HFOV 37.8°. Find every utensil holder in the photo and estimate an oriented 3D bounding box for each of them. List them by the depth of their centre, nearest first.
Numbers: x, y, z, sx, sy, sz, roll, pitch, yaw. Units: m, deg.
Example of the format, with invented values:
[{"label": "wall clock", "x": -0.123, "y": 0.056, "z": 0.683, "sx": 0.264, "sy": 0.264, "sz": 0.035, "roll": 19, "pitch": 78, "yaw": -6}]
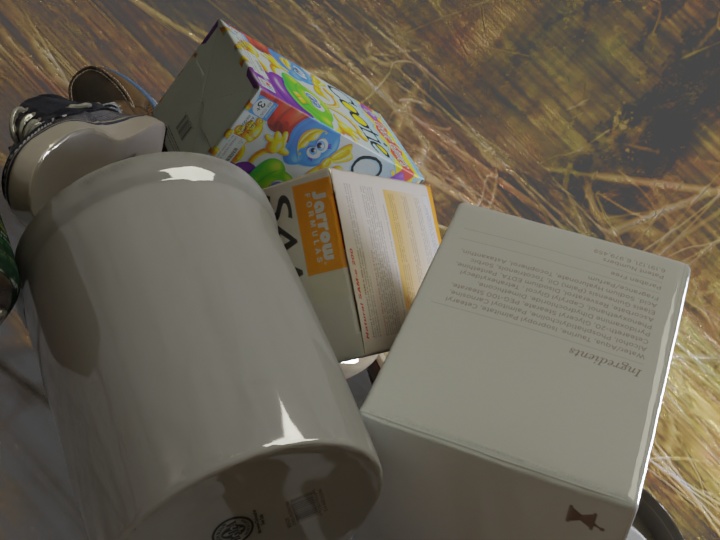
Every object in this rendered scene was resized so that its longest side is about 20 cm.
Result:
[{"label": "utensil holder", "x": -0.096, "y": 0.064, "z": 0.597, "sx": 0.169, "sy": 0.170, "sz": 0.202, "roll": 21, "pitch": 33, "yaw": -47}]

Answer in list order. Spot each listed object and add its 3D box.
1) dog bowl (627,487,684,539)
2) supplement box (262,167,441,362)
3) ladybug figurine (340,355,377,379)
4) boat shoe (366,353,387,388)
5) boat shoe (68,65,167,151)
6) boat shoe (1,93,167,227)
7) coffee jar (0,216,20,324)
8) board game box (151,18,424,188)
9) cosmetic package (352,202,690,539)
[{"label": "dog bowl", "x": 0.172, "y": 0.254, "z": 0.772, "sx": 0.197, "sy": 0.058, "sz": 0.204, "roll": 15, "pitch": 62, "yaw": -31}, {"label": "supplement box", "x": 0.000, "y": 0.000, "z": 0.783, "sx": 0.199, "sy": 0.072, "sz": 0.129, "roll": 0, "pitch": 78, "yaw": -66}, {"label": "ladybug figurine", "x": -0.054, "y": 0.044, "z": 0.867, "sx": 0.136, "sy": 0.072, "sz": 0.199, "roll": 49, "pitch": 20, "yaw": 21}, {"label": "boat shoe", "x": 0.040, "y": 0.118, "z": 0.921, "sx": 0.071, "sy": 0.060, "sz": 0.201, "roll": 15, "pitch": 31, "yaw": -34}, {"label": "boat shoe", "x": -0.196, "y": -0.106, "z": 0.879, "sx": 0.201, "sy": 0.072, "sz": 0.072, "roll": 52, "pitch": 6, "yaw": 24}, {"label": "boat shoe", "x": -0.208, "y": -0.076, "z": 0.704, "sx": 0.091, "sy": 0.076, "sz": 0.200, "roll": 15, "pitch": 13, "yaw": 8}, {"label": "coffee jar", "x": -0.267, "y": -0.049, "z": 0.617, "sx": 0.104, "sy": 0.085, "sz": 0.201, "roll": 32, "pitch": 22, "yaw": -44}, {"label": "board game box", "x": -0.059, "y": -0.105, "z": 0.890, "sx": 0.198, "sy": 0.103, "sz": 0.106, "roll": 23, "pitch": 27, "yaw": -44}, {"label": "cosmetic package", "x": 0.105, "y": 0.096, "z": 0.687, "sx": 0.163, "sy": 0.169, "sz": 0.201, "roll": 16, "pitch": 46, "yaw": 14}]
